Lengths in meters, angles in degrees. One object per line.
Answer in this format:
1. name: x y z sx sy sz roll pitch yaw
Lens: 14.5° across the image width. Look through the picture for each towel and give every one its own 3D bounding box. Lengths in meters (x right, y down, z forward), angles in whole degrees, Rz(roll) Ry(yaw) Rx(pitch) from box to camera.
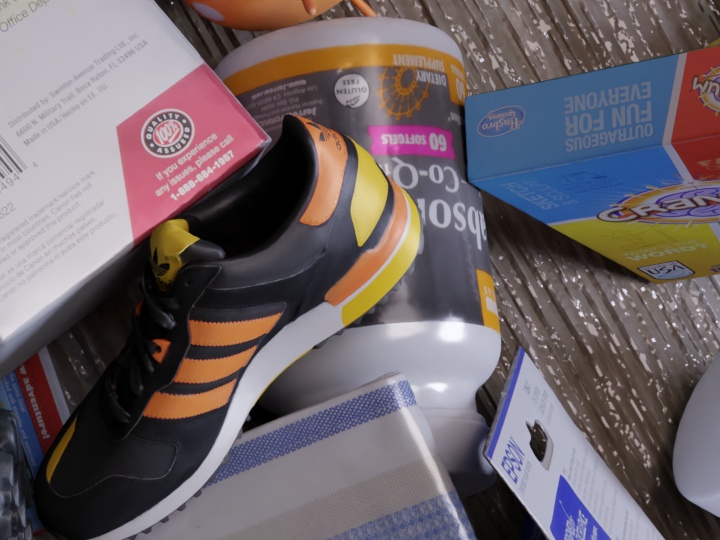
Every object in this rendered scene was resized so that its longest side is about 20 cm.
1. towel: -0.011 0.155 1.153 0.147 0.024 0.200 -24 84 11

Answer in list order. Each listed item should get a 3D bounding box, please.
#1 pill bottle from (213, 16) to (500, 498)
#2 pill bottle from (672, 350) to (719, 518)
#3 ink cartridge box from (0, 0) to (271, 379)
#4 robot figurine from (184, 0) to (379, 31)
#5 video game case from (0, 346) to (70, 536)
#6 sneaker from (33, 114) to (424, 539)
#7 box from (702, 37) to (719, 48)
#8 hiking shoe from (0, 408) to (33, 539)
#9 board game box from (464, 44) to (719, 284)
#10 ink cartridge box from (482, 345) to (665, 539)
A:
1. pill bottle: 0.000 0.000 1.232 0.116 0.116 0.200 0 75 -28
2. pill bottle: 0.255 0.108 1.336 0.200 0.114 0.114 28 63 -18
3. ink cartridge box: -0.159 -0.076 1.160 0.145 0.083 0.200 -38 85 -20
4. robot figurine: -0.060 -0.190 1.249 0.117 0.144 0.200 -28 77 -25
5. video game case: -0.217 0.060 1.155 0.200 0.017 0.143 -16 82 -31
6. sneaker: -0.070 0.019 1.131 0.200 0.070 0.090 -44 134 1
7. box: 0.259 -0.093 1.427 0.200 0.075 0.050 -4 76 -28
8. hiking shoe: -0.175 0.139 1.077 0.087 0.074 0.200 -3 43 4
9. board game box: 0.158 -0.045 1.262 0.200 0.153 0.040 24 60 -57
10. ink cartridge box: 0.108 0.141 1.217 0.047 0.198 0.200 -40 94 13
